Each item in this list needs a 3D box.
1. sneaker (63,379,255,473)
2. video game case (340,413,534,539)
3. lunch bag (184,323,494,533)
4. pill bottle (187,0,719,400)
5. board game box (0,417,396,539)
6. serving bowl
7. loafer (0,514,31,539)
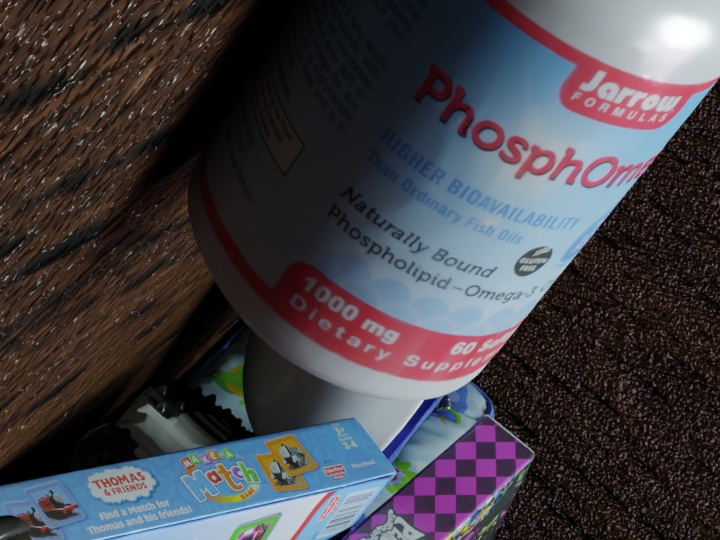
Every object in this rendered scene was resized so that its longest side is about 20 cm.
[{"bbox_3d":[-0.103,0.106,0.923,0.091,0.066,0.200,-49,174,13],"label":"sneaker"},{"bbox_3d":[-0.016,0.175,0.909,0.200,0.036,0.182,-36,159,-42],"label":"video game case"},{"bbox_3d":[-0.021,0.101,1.101,0.200,0.160,0.083,-42,155,-58],"label":"lunch bag"},{"bbox_3d":[0.040,-0.065,0.567,0.200,0.109,0.109,-54,176,35],"label":"pill bottle"},{"bbox_3d":[-0.096,0.131,0.809,0.199,0.037,0.152,-7,142,-49],"label":"board game box"},{"bbox_3d":[0.000,0.000,0.948,0.201,0.066,0.200,-54,-166,20],"label":"serving bowl"},{"bbox_3d":[-0.162,0.167,0.649,0.200,0.071,0.073,-50,177,-15],"label":"loafer"}]
